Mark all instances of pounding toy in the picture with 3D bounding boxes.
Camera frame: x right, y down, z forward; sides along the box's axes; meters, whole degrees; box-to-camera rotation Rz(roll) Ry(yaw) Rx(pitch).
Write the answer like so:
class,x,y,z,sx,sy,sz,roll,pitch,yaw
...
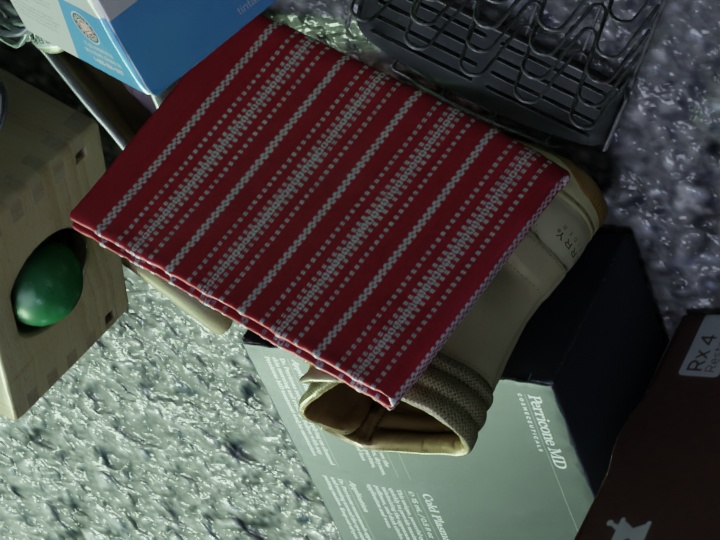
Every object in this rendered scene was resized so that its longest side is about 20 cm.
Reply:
class,x,y,z,sx,sy,sz,roll,pitch,yaw
pounding toy,-0.195,-0.025,1.231,0.199,0.142,0.185,29,147,23

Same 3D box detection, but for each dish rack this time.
class,x,y,z,sx,sy,sz,roll,pitch,yaw
dish rack,0.062,-0.124,0.956,0.152,0.055,0.201,28,146,8

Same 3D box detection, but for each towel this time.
class,x,y,z,sx,sy,sz,roll,pitch,yaw
towel,-0.022,-0.033,1.025,0.199,0.145,0.023,29,160,26

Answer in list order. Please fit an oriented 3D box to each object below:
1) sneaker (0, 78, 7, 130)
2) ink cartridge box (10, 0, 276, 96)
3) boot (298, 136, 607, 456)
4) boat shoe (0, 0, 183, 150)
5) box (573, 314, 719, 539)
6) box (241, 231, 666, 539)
class,x,y,z,sx,sy,sz,roll,pitch,yaw
sneaker,-0.215,-0.113,1.072,0.075,0.202,0.113,9,172,-37
ink cartridge box,-0.110,-0.197,0.891,0.128,0.125,0.201,31,155,53
boot,0.000,0.000,1.059,0.199,0.156,0.073,18,155,28
boat shoe,-0.125,-0.108,1.079,0.074,0.065,0.202,3,149,35
box,0.227,0.150,1.070,0.163,0.167,0.201,4,138,36
box,0.066,0.077,1.158,0.181,0.104,0.201,8,140,32
